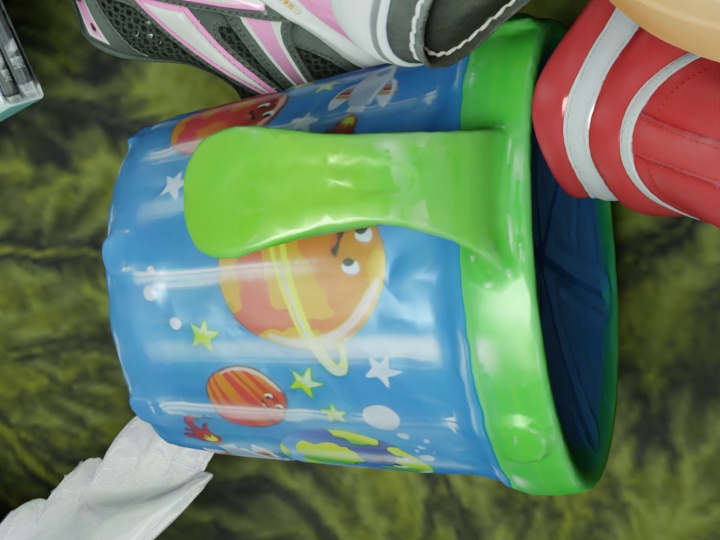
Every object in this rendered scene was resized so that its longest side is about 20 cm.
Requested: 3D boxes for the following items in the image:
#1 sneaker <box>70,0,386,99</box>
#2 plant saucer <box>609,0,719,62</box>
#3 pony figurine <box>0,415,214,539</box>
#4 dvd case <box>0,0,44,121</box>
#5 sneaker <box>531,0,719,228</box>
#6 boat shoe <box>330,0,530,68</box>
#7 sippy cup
[{"bbox_3d":[-0.072,-0.109,0.823,0.200,0.080,0.086,41,128,3],"label":"sneaker"},{"bbox_3d":[0.137,-0.138,0.689,0.200,0.201,0.032,-16,138,21],"label":"plant saucer"},{"bbox_3d":[-0.148,0.106,0.885,0.166,0.193,0.200,23,141,25],"label":"pony figurine"},{"bbox_3d":[-0.188,-0.117,0.836,0.146,0.022,0.201,-23,90,39],"label":"dvd case"},{"bbox_3d":[0.129,-0.046,0.752,0.112,0.200,0.071,20,106,36],"label":"sneaker"},{"bbox_3d":[0.068,-0.119,0.642,0.200,0.069,0.057,-51,61,20],"label":"boat shoe"},{"bbox_3d":[0.000,0.000,0.789,0.130,0.140,0.178,-4,131,16],"label":"sippy cup"}]
